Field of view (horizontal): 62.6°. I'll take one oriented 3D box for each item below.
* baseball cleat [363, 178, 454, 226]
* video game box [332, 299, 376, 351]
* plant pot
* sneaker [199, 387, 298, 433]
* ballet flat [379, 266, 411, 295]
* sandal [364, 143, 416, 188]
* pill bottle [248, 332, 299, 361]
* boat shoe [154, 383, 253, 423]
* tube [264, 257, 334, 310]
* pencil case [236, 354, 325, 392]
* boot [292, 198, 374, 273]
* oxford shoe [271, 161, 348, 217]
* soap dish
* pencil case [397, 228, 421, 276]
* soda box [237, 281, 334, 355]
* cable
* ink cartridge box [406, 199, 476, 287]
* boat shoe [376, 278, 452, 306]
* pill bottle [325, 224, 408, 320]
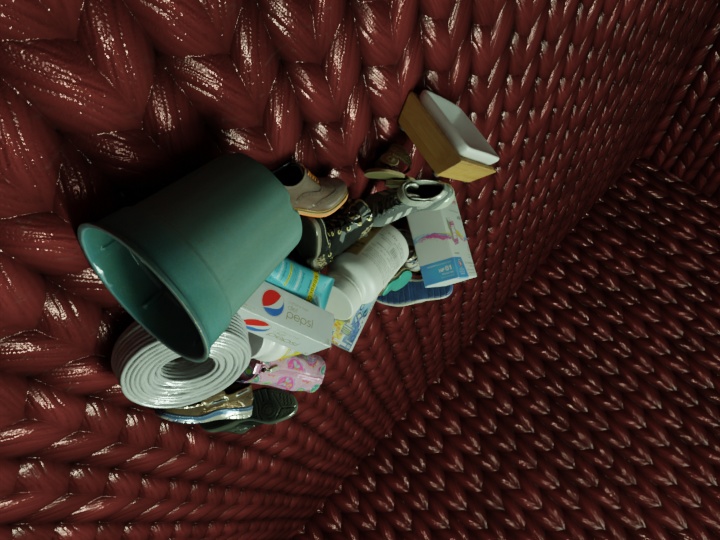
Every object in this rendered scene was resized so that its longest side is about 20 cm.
[{"bbox_3d":[0.068,-0.132,1.084,0.200,0.070,0.106,-15,168,22],"label":"baseball cleat"},{"bbox_3d":[-0.024,0.081,1.330,0.182,0.047,0.200,-66,161,-9],"label":"video game box"},{"bbox_3d":[-0.186,-0.029,0.711,0.196,0.200,0.200,-45,160,-32],"label":"plant pot"},{"bbox_3d":[-0.224,0.293,1.237,0.199,0.076,0.114,-14,165,2],"label":"sneaker"},{"bbox_3d":[0.062,0.011,1.321,0.071,0.065,0.200,-55,167,12],"label":"ballet flat"},{"bbox_3d":[0.061,-0.197,1.094,0.212,0.077,0.070,4,93,-72],"label":"sandal"},{"bbox_3d":[-0.150,0.106,1.093,0.113,0.112,0.200,-57,157,18],"label":"pill bottle"},{"bbox_3d":[-0.288,0.240,1.108,0.200,0.072,0.073,9,89,-50],"label":"boat shoe"},{"bbox_3d":[-0.117,0.014,0.988,0.200,0.050,0.078,33,74,-46],"label":"tube"},{"bbox_3d":[-0.159,0.196,1.186,0.200,0.087,0.087,23,107,-49],"label":"pencil case"},{"bbox_3d":[-0.048,-0.075,1.043,0.151,0.073,0.200,-40,161,-20],"label":"boot"},{"bbox_3d":[-0.083,-0.125,0.900,0.200,0.071,0.073,-22,141,-50],"label":"oxford shoe"},{"bbox_3d":[0.163,-0.239,1.089,0.081,0.157,0.200,-40,164,25],"label":"soap dish"},{"bbox_3d":[0.124,-0.038,1.421,0.078,0.089,0.200,-50,160,4],"label":"pencil case"},{"bbox_3d":[-0.139,0.072,0.967,0.200,0.064,0.068,29,143,-36],"label":"soda box"},{"bbox_3d":[-0.263,0.126,0.881,0.200,0.069,0.200,-18,145,-9],"label":"cable"},{"bbox_3d":[0.176,-0.070,1.309,0.085,0.200,0.144,-18,173,25],"label":"ink cartridge box"},{"bbox_3d":[0.128,0.054,1.472,0.072,0.200,0.072,43,46,-79],"label":"boat shoe"},{"bbox_3d":[0.000,0.000,1.159,0.200,0.114,0.114,-48,162,-38],"label":"pill bottle"}]
